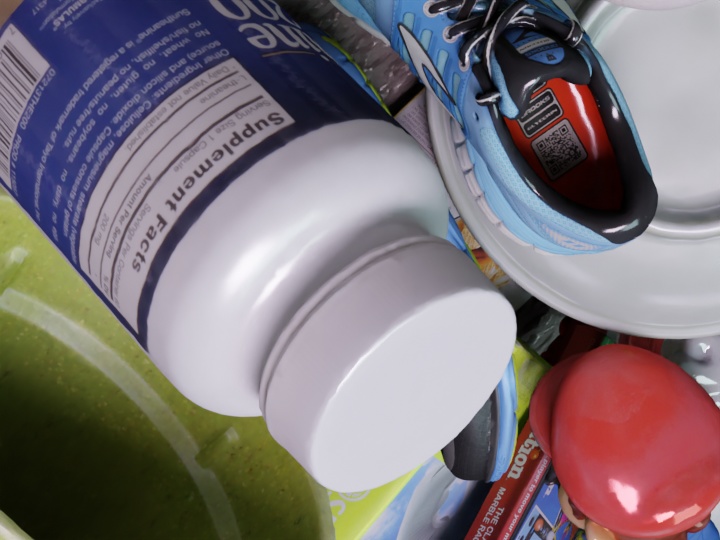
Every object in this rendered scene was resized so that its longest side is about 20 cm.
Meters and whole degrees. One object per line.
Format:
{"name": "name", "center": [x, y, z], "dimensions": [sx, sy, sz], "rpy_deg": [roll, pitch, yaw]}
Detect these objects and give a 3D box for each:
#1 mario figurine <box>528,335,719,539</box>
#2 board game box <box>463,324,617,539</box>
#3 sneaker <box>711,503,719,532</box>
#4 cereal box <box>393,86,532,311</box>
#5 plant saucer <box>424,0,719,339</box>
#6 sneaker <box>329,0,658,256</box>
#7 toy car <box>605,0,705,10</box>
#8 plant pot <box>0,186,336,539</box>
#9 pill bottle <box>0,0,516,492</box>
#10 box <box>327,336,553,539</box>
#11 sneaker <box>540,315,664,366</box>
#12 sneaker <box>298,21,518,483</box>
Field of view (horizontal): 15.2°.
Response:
{"name": "mario figurine", "center": [0.109, 0.098, 1.130], "dimensions": [0.105, 0.124, 0.200], "rpy_deg": [-4, 138, 13]}
{"name": "board game box", "center": [0.078, 0.133, 1.162], "dimensions": [0.103, 0.019, 0.201], "rpy_deg": [36, 79, -48]}
{"name": "sneaker", "center": [0.210, 0.056, 1.392], "dimensions": [0.146, 0.081, 0.201], "rpy_deg": [-26, 139, -21]}
{"name": "cereal box", "center": [0.049, -0.029, 1.140], "dimensions": [0.200, 0.040, 0.144], "rpy_deg": [-44, 151, -2]}
{"name": "plant saucer", "center": [0.125, -0.069, 1.043], "dimensions": [0.200, 0.200, 0.050], "rpy_deg": [-48, -173, 6]}
{"name": "sneaker", "center": [0.048, -0.090, 0.954], "dimensions": [0.078, 0.090, 0.200], "rpy_deg": [-40, 107, -7]}
{"name": "toy car", "center": [0.089, -0.184, 0.860], "dimensions": [0.175, 0.199, 0.151], "rpy_deg": [-32, 143, -50]}
{"name": "plant pot", "center": [-0.142, 0.103, 0.955], "dimensions": [0.184, 0.201, 0.200], "rpy_deg": [-45, 152, 25]}
{"name": "pill bottle", "center": [-0.042, -0.024, 0.883], "dimensions": [0.111, 0.200, 0.111], "rpy_deg": [-30, 147, -22]}
{"name": "box", "center": [0.005, 0.107, 1.160], "dimensions": [0.200, 0.048, 0.122], "rpy_deg": [-50, 158, 2]}
{"name": "sneaker", "center": [0.077, 0.060, 1.255], "dimensions": [0.078, 0.115, 0.201], "rpy_deg": [31, 68, -65]}
{"name": "sneaker", "center": [0.000, 0.000, 1.040], "dimensions": [0.082, 0.071, 0.200], "rpy_deg": [-30, 113, 3]}
